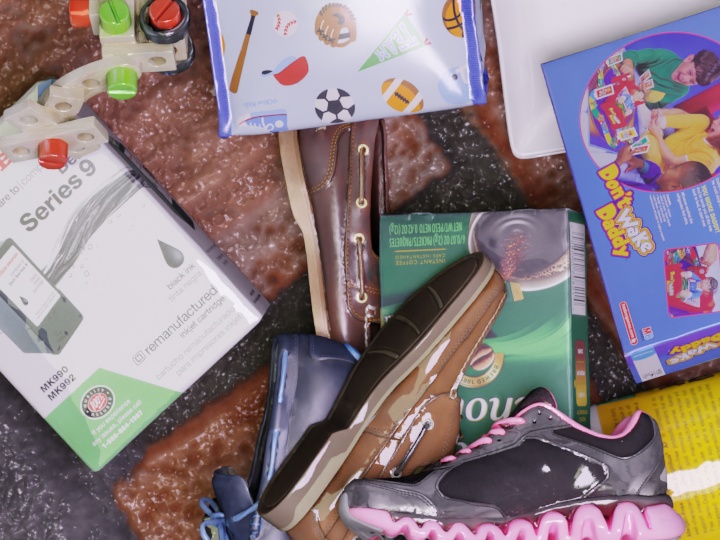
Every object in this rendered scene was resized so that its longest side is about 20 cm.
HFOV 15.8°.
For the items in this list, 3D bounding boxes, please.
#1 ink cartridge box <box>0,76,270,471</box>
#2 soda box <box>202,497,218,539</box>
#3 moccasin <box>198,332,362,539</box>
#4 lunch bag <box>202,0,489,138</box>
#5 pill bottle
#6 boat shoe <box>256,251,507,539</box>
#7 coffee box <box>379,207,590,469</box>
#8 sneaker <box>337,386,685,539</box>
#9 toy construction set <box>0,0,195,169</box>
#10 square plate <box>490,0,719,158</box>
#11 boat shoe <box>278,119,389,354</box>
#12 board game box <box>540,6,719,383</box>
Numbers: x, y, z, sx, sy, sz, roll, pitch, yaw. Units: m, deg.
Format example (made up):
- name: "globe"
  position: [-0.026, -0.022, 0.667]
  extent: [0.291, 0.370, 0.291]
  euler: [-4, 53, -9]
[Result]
- name: "ink cartridge box"
  position: [-0.176, 0.000, 1.601]
  extent: [0.146, 0.084, 0.200]
  euler: [-43, 93, 5]
- name: "soda box"
  position: [-0.050, 0.241, 1.634]
  extent: [0.071, 0.063, 0.201]
  euler: [-8, 95, 3]
- name: "moccasin"
  position: [-0.060, 0.132, 1.557]
  extent: [0.068, 0.080, 0.201]
  euler: [21, 85, -16]
- name: "lunch bag"
  position: [-0.014, -0.194, 1.560]
  extent: [0.169, 0.124, 0.201]
  euler: [-9, 103, 4]
- name: "pill bottle"
  position: [0.192, 0.127, 1.591]
  extent: [0.199, 0.113, 0.113]
  euler: [-15, 95, 5]
- name: "boat shoe"
  position: [0.026, 0.082, 1.508]
  extent: [0.068, 0.072, 0.200]
  euler: [39, 92, -14]
- name: "coffee box"
  position: [0.074, 0.065, 1.544]
  extent: [0.123, 0.044, 0.201]
  euler: [-1, 87, 18]
- name: "sneaker"
  position: [0.084, 0.114, 1.470]
  extent: [0.199, 0.079, 0.096]
  euler: [1, 80, -13]
- name: "toy construction set"
  position: [-0.163, -0.161, 1.517]
  extent: [0.131, 0.092, 0.201]
  euler: [-3, 77, 0]
- name: "square plate"
  position: [0.175, -0.178, 1.580]
  extent: [0.197, 0.028, 0.201]
  euler: [-9, 113, 3]
- name: "boat shoe"
  position: [0.000, 0.000, 1.603]
  extent: [0.070, 0.070, 0.201]
  euler: [-9, 96, 6]
- name: "board game box"
  position: [0.196, -0.049, 1.521]
  extent: [0.134, 0.045, 0.201]
  euler: [-17, 63, 8]
